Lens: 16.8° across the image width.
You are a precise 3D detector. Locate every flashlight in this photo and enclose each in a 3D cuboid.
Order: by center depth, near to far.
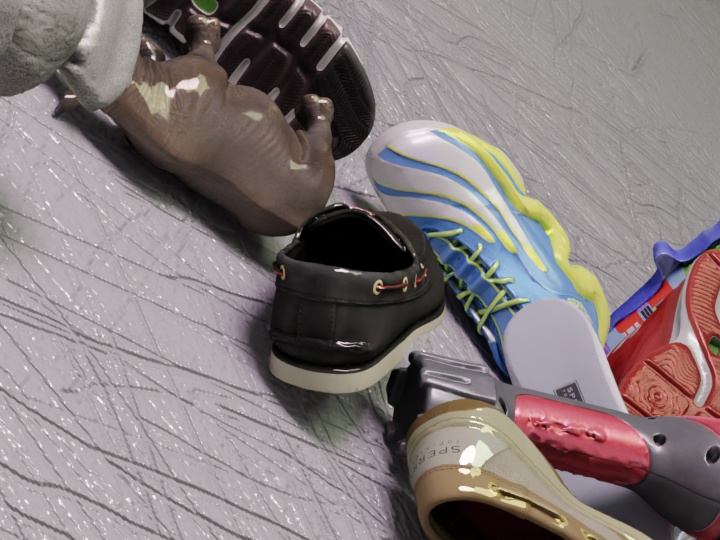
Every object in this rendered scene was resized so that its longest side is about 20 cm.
[{"bbox_3d":[0.114,0.089,1.188,0.199,0.068,0.068,14,58,-17],"label":"flashlight"}]

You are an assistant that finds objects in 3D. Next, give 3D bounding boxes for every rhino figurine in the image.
[{"bbox_3d":[-0.086,-0.080,1.181,0.200,0.060,0.088,30,36,-38],"label":"rhino figurine"}]

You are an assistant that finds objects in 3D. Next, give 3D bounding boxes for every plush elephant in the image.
[{"bbox_3d":[-0.165,-0.124,0.949,0.165,0.199,0.156,28,45,-63],"label":"plush elephant"}]

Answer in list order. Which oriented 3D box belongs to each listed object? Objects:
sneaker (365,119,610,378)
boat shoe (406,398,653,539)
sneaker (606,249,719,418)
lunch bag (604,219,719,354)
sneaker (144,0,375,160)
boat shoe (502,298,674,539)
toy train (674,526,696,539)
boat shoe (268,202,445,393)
[{"bbox_3d":[0.083,-0.001,1.394,0.200,0.076,0.105,40,21,-29],"label":"sneaker"},{"bbox_3d":[0.092,0.146,1.144,0.200,0.074,0.067,40,32,-21],"label":"boat shoe"},{"bbox_3d":[0.171,0.086,1.420,0.078,0.116,0.200,39,48,0],"label":"sneaker"},{"bbox_3d":[0.251,0.059,1.544,0.200,0.150,0.094,45,18,-13],"label":"lunch bag"},{"bbox_3d":[-0.068,-0.152,1.351,0.200,0.076,0.116,43,16,-16],"label":"sneaker"},{"bbox_3d":[0.121,0.109,1.287,0.066,0.070,0.201,65,5,-52],"label":"boat shoe"},{"bbox_3d":[0.221,0.137,1.376,0.085,0.114,0.200,48,18,-2],"label":"toy train"},{"bbox_3d":[0.003,0.000,1.190,0.073,0.064,0.201,9,16,10],"label":"boat shoe"}]
